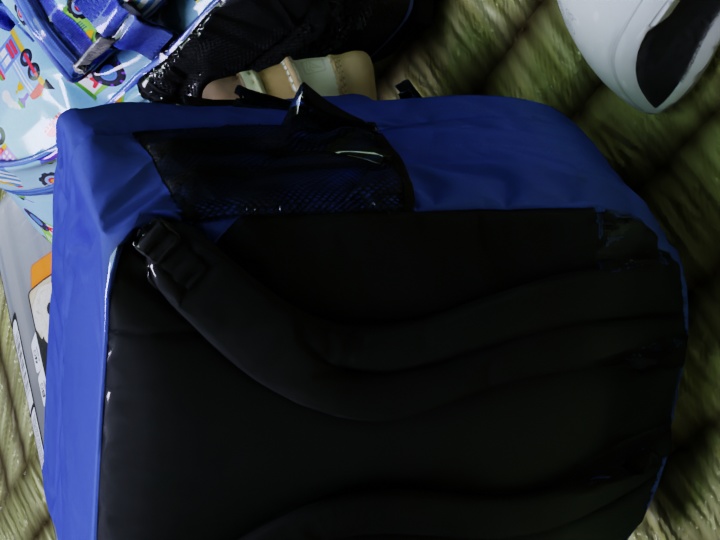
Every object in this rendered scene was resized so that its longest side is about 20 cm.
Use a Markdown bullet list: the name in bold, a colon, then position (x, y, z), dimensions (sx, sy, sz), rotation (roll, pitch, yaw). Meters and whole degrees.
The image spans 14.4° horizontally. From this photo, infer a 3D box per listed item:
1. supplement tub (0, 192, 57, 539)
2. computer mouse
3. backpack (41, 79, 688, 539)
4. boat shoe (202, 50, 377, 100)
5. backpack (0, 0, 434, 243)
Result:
- **supplement tub**: position (-0.078, 0.052, 1.186), dimensions (0.123, 0.122, 0.201), rotation (124, 136, -55)
- **computer mouse**: position (0.097, -0.124, 0.863), dimensions (0.110, 0.044, 0.201), rotation (64, 149, 35)
- **backpack**: position (-0.001, 0.012, 0.931), dimensions (0.168, 0.199, 0.163), rotation (-116, 27, -54)
- **boat shoe**: position (0.000, 0.000, 1.075), dimensions (0.201, 0.076, 0.072), rotation (76, 171, -48)
- **backpack**: position (-0.098, -0.114, 1.103), dimensions (0.200, 0.134, 0.183), rotation (-40, 54, 23)
